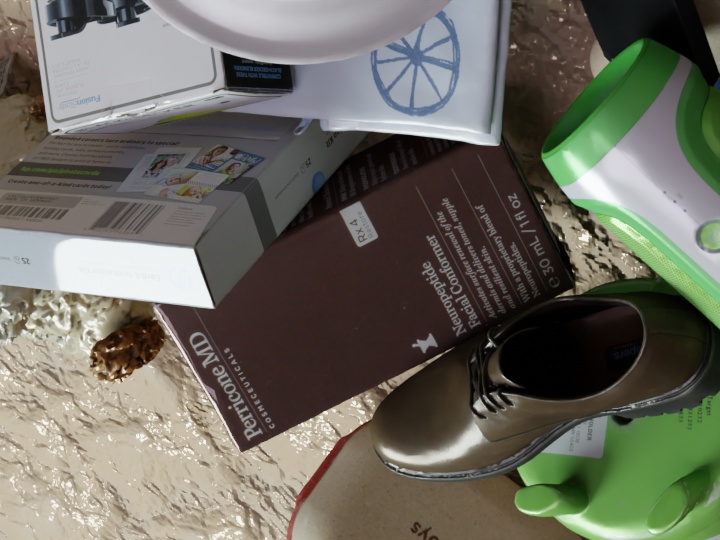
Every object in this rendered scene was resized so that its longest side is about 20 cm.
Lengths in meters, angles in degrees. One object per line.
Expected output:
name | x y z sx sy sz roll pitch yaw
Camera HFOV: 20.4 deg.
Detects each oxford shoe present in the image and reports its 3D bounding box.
oxford shoe | 0.074 0.050 0.971 0.199 0.073 0.084 -26 153 34

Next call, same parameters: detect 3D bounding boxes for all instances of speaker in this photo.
speaker | 0.179 -0.013 0.910 0.200 0.089 0.088 41 137 -7

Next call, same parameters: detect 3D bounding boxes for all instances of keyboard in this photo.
keyboard | 0.120 -0.165 0.882 0.127 0.021 0.201 25 149 52

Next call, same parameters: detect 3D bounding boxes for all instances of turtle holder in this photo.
turtle holder | 0.173 0.069 1.029 0.185 0.131 0.142 -32 63 28

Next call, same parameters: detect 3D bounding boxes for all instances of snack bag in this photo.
snack bag | -0.012 -0.161 0.982 0.199 0.021 0.190 6 96 31

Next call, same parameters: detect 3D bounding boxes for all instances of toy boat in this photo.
toy boat | 0.050 0.186 1.235 0.200 0.131 0.131 38 167 2

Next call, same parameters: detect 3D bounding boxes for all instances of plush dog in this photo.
plush dog | -0.188 -0.018 1.215 0.200 0.160 0.172 41 165 47

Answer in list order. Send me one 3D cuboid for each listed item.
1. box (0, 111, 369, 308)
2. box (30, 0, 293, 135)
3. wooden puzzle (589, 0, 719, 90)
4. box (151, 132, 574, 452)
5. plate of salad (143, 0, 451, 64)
box | -0.093 -0.059 1.049 0.155 0.200 0.041 5 129 30
box | -0.109 -0.175 0.993 0.116 0.060 0.201 -11 86 32
wooden puzzle | 0.225 -0.069 0.942 0.200 0.046 0.185 47 136 -8
box | 0.000 0.000 1.042 0.199 0.075 0.100 -27 110 8
plate of salad | -0.029 -0.193 0.925 0.200 0.200 0.048 36 176 2
